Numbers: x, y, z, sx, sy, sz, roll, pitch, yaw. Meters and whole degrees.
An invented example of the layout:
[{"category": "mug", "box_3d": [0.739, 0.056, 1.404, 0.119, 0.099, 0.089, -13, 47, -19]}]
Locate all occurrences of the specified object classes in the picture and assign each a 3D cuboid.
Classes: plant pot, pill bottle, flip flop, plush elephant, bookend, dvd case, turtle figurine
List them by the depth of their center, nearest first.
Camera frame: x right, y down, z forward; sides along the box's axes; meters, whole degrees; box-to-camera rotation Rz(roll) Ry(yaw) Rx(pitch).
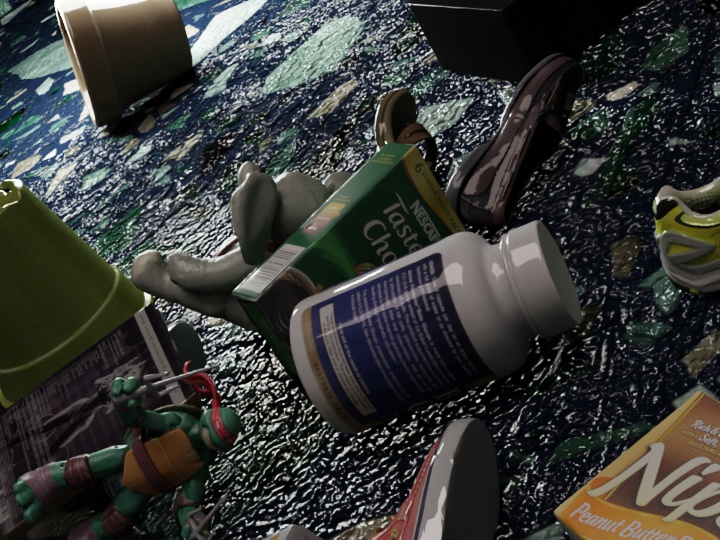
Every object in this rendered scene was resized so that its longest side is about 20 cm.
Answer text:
[{"category": "pill bottle", "box_3d": [0.057, 0.039, 0.948, 0.199, 0.111, 0.111, -23, 29, 19]}, {"category": "turtle figurine", "box_3d": [-0.159, 0.153, 0.982, 0.199, 0.150, 0.101, -30, 1, 14]}, {"category": "dvd case", "box_3d": [-0.237, 0.126, 1.086, 0.200, 0.016, 0.149, -37, 37, -1]}, {"category": "plush elephant", "box_3d": [-0.083, -0.028, 1.142, 0.200, 0.164, 0.156, 24, 101, 42]}, {"category": "flip flop", "box_3d": [0.046, -0.107, 1.243, 0.057, 0.081, 0.200, -7, 34, 11]}, {"category": "plant pot", "box_3d": [-0.352, 0.013, 1.342, 0.199, 0.190, 0.200, -25, 29, 14]}, {"category": "bookend", "box_3d": [0.190, -0.301, 1.380, 0.199, 0.092, 0.200, -39, 26, -14]}, {"category": "plant pot", "box_3d": [-0.355, -0.339, 1.953, 0.174, 0.201, 0.200, -18, 25, -12]}]

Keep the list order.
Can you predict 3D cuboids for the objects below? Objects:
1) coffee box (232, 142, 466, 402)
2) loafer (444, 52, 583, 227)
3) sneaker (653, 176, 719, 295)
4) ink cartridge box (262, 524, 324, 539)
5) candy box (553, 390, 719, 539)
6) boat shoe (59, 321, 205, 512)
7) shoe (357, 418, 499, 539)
[{"category": "coffee box", "box_3d": [0.000, 0.000, 1.061, 0.200, 0.123, 0.044, -44, 28, -23]}, {"category": "loafer", "box_3d": [0.155, -0.113, 1.156, 0.063, 0.072, 0.200, 23, 64, 36]}, {"category": "sneaker", "box_3d": [0.297, -0.049, 0.872, 0.199, 0.077, 0.076, -23, 27, 16]}, {"category": "ink cartridge box", "box_3d": [-0.111, 0.269, 0.780, 0.200, 0.047, 0.198, -39, 22, 49]}, {"category": "candy box", "box_3d": [0.204, 0.151, 0.667, 0.115, 0.055, 0.200, -37, 27, -8]}, {"category": "boat shoe", "box_3d": [-0.208, 0.126, 1.131, 0.091, 0.071, 0.201, -13, 35, 26]}, {"category": "shoe", "box_3d": [0.025, 0.177, 0.800, 0.091, 0.072, 0.201, -13, 37, 29]}]
